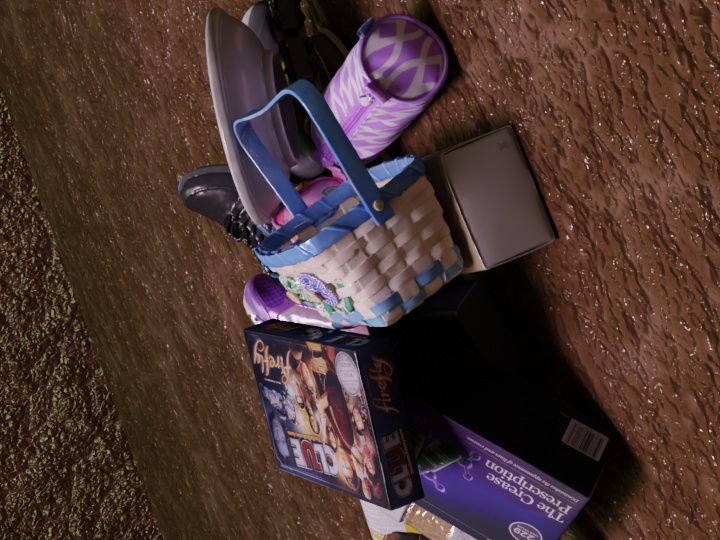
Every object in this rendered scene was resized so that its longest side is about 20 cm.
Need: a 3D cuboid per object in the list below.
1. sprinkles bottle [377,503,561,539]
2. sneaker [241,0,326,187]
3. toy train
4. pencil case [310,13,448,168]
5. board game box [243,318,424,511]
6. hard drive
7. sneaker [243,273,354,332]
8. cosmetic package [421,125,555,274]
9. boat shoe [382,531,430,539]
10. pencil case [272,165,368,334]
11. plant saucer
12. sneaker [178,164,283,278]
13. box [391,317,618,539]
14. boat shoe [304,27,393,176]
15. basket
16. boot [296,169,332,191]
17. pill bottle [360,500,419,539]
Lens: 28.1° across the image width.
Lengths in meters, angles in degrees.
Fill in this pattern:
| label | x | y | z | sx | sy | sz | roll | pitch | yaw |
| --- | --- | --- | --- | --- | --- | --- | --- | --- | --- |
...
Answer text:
| label | x | y | z | sx | sy | sz | roll | pitch | yaw |
| --- | --- | --- | --- | --- | --- | --- | --- | --- | --- |
| sprinkles bottle | 0.114 | 0.239 | 1.305 | 0.200 | 0.068 | 0.068 | 31 | 150 | 12 |
| sneaker | -0.067 | -0.181 | 1.461 | 0.074 | 0.084 | 0.201 | 5 | -108 | -63 |
| toy train | -0.069 | -0.233 | 1.362 | 0.046 | 0.034 | 0.201 | 89 | 169 | -52 |
| pencil case | 0.012 | -0.150 | 1.252 | 0.084 | 0.086 | 0.200 | 31 | 163 | -5 |
| board game box | -0.026 | 0.116 | 1.213 | 0.200 | 0.034 | 0.136 | 5 | 111 | 60 |
| hard drive | 0.087 | 0.098 | 1.276 | 0.134 | 0.042 | 0.200 | -4 | 126 | 38 |
| sneaker | -0.028 | 0.041 | 1.518 | 0.199 | 0.081 | 0.089 | 23 | 132 | 12 |
| cosmetic package | 0.075 | -0.050 | 1.224 | 0.106 | 0.071 | 0.200 | 68 | 160 | -2 |
| boat shoe | 0.092 | 0.326 | 1.478 | 0.200 | 0.076 | 0.074 | 35 | 166 | -26 |
| pencil case | 0.000 | 0.000 | 1.351 | 0.200 | 0.087 | 0.087 | 56 | 167 | -31 |
| plant saucer | -0.091 | -0.144 | 1.311 | 0.200 | 0.050 | 0.201 | -12 | -90 | -84 |
| sneaker | -0.090 | -0.042 | 1.424 | 0.199 | 0.082 | 0.073 | 19 | 151 | 0 |
| box | 0.097 | 0.151 | 1.229 | 0.199 | 0.079 | 0.141 | 29 | 143 | 6 |
| boat shoe | -0.017 | -0.133 | 1.384 | 0.201 | 0.059 | 0.072 | 68 | 162 | -4 |
| basket | -0.020 | -0.053 | 1.154 | 0.200 | 0.139 | 0.176 | 59 | 162 | -6 |
| boot | -0.040 | -0.041 | 1.550 | 0.155 | 0.076 | 0.201 | -2 | 104 | 65 |
| pill bottle | 0.053 | 0.232 | 1.538 | 0.112 | 0.112 | 0.201 | 23 | 134 | 62 |
